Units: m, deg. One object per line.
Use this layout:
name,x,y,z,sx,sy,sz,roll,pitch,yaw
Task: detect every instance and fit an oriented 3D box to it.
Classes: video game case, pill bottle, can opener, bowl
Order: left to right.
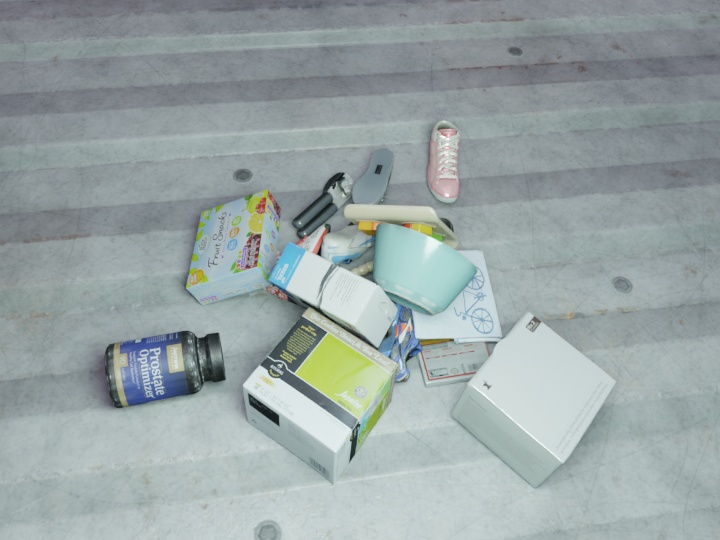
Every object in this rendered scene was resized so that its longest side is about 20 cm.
pill bottle,-0.342,0.169,1.249,0.194,0.113,0.114,-10,53,-11
can opener,-0.080,-0.143,1.556,0.065,0.053,0.200,2,40,44
bowl,0.098,0.008,1.255,0.197,0.201,0.107,24,83,14
video game case,0.170,0.126,1.380,0.139,0.018,0.204,-7,54,-9

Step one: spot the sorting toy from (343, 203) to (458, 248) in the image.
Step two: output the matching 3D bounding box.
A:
sorting toy,0.080,-0.075,1.344,0.180,0.200,0.038,4,77,22

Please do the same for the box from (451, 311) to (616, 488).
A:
box,0.299,0.223,1.233,0.199,0.132,0.198,39,59,16

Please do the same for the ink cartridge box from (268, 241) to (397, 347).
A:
ink cartridge box,-0.047,0.045,1.281,0.197,0.145,0.085,26,79,27

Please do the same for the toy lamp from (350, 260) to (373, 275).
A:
toy lamp,0.000,0.000,1.440,0.196,0.059,0.059,-23,57,-20

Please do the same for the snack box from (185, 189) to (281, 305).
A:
snack box,-0.251,-0.047,1.411,0.165,0.068,0.204,-15,48,20

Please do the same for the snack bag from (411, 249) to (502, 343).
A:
snack bag,0.174,0.050,1.370,0.195,0.021,0.194,0,66,-23

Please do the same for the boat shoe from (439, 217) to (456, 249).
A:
boat shoe,0.161,-0.046,1.475,0.070,0.069,0.202,6,45,16

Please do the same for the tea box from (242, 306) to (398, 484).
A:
tea box,-0.068,0.212,1.223,0.197,0.135,0.197,30,57,18

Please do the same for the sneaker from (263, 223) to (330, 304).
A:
sneaker,-0.138,-0.033,1.447,0.105,0.068,0.204,19,56,8

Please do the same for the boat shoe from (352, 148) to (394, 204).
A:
boat shoe,0.029,-0.187,1.579,0.071,0.069,0.202,9,46,8

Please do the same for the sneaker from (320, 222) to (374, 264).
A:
sneaker,-0.010,-0.060,1.477,0.071,0.074,0.198,32,37,31

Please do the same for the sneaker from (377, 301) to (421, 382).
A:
sneaker,0.084,0.127,1.339,0.076,0.076,0.204,17,65,9

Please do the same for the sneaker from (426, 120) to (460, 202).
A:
sneaker,0.193,-0.260,1.623,0.073,0.106,0.204,2,53,-5
